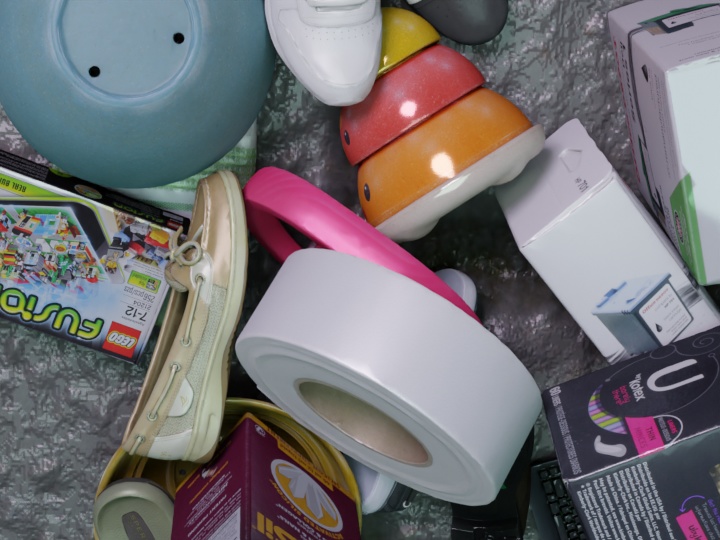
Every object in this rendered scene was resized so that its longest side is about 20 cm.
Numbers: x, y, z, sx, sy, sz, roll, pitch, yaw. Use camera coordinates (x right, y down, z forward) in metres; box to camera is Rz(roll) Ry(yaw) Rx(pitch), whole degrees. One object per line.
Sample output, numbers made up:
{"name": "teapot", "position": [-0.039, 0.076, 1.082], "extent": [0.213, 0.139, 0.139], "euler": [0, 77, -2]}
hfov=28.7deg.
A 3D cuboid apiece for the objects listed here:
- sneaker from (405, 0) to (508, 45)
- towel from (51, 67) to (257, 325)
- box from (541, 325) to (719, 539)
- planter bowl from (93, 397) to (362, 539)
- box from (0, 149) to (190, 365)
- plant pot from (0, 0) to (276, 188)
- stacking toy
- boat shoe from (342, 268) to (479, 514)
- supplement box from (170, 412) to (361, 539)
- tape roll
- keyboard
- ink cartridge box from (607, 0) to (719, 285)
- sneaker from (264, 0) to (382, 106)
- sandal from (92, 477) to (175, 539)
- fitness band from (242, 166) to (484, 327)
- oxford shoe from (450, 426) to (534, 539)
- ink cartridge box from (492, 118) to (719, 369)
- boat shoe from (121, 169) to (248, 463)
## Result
{"name": "sneaker", "position": [0.044, -0.235, 0.939], "extent": [0.074, 0.089, 0.201], "euler": [-29, 111, 5]}
{"name": "towel", "position": [-0.151, -0.053, 1.018], "extent": [0.147, 0.031, 0.202], "euler": [4, 109, -5]}
{"name": "box", "position": [0.230, 0.112, 0.901], "extent": [0.198, 0.122, 0.107], "euler": [-21, 111, 7]}
{"name": "planter bowl", "position": [-0.100, 0.173, 1.073], "extent": [0.198, 0.084, 0.203], "euler": [-2, 109, -5]}
{"name": "box", "position": [-0.231, -0.017, 0.994], "extent": [0.198, 0.035, 0.111], "euler": [20, 109, -13]}
{"name": "plant pot", "position": [-0.149, -0.151, 0.904], "extent": [0.197, 0.135, 0.203], "euler": [-1, 96, -7]}
{"name": "stacking toy", "position": [0.023, -0.129, 0.974], "extent": [0.145, 0.146, 0.201], "euler": [-32, 90, 7]}
{"name": "boat shoe", "position": [0.050, 0.097, 1.071], "extent": [0.066, 0.070, 0.202], "euler": [16, 99, -38]}
{"name": "supplement box", "position": [-0.062, 0.195, 0.933], "extent": [0.110, 0.200, 0.086], "euler": [40, 102, -16]}
{"name": "tape roll", "position": [0.017, 0.073, 0.929], "extent": [0.202, 0.202, 0.071], "euler": [37, 70, -15]}
{"name": "keyboard", "position": [0.216, 0.229, 1.153], "extent": [0.126, 0.021, 0.202], "euler": [-19, 111, 2]}
{"name": "ink cartridge box", "position": [0.232, -0.097, 0.944], "extent": [0.083, 0.200, 0.148], "euler": [-13, 110, 4]}
{"name": "sneaker", "position": [-0.026, -0.205, 0.884], "extent": [0.074, 0.100, 0.203], "euler": [-8, 92, -6]}
{"name": "sandal", "position": [-0.136, 0.244, 1.021], "extent": [0.079, 0.057, 0.202], "euler": [-27, 110, 5]}
{"name": "fitness band", "position": [0.000, 0.000, 0.976], "extent": [0.199, 0.144, 0.038], "euler": [35, 76, 11]}
{"name": "oxford shoe", "position": [0.098, 0.137, 1.076], "extent": [0.072, 0.085, 0.202], "euler": [7, 125, 10]}
{"name": "ink cartridge box", "position": [0.191, 0.008, 1.004], "extent": [0.086, 0.147, 0.200], "euler": [-38, 108, 12]}
{"name": "boat shoe", "position": [-0.119, 0.030, 0.958], "extent": [0.062, 0.073, 0.203], "euler": [7, 100, -17]}
